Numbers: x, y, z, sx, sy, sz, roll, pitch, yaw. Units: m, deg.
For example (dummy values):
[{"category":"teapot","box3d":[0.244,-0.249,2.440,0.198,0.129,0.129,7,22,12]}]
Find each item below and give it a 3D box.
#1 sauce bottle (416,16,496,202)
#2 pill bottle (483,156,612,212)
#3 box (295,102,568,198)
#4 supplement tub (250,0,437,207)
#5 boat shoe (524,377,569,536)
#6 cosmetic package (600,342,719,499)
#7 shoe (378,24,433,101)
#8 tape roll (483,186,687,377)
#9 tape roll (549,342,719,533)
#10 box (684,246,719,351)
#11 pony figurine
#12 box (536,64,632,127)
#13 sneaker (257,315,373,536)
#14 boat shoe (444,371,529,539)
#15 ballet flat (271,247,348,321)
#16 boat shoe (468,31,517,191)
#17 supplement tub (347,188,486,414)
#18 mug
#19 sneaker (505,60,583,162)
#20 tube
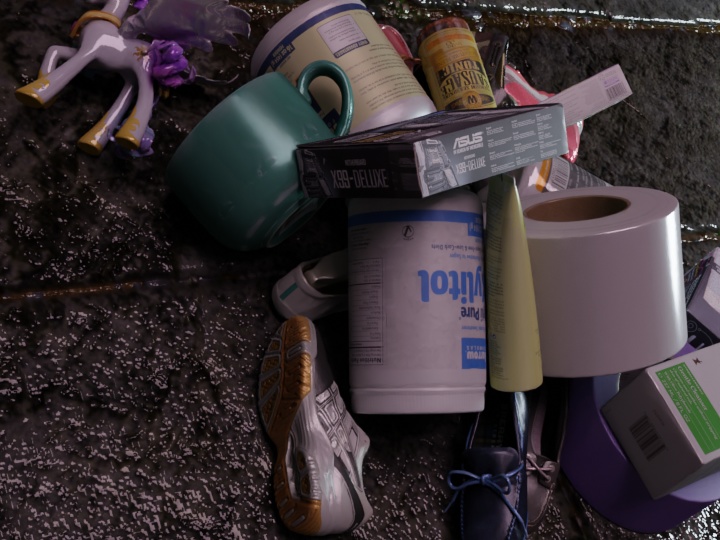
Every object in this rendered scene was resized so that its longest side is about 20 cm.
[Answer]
[{"category":"sauce bottle","box3d":[0.113,-0.168,1.358,0.065,0.066,0.203,-1,62,-33]},{"category":"pill bottle","box3d":[0.240,-0.050,1.443,0.198,0.116,0.118,28,48,-14]},{"category":"box","box3d":[0.065,-0.108,1.169,0.198,0.156,0.051,-18,104,-39]},{"category":"supplement tub","box3d":[-0.008,-0.169,1.346,0.144,0.145,0.201,-22,72,-40]},{"category":"boat shoe","box3d":[0.171,0.164,1.287,0.066,0.057,0.202,25,49,-15]},{"category":"cosmetic package","box3d":[0.348,0.139,1.286,0.198,0.085,0.109,-15,65,-37]},{"category":"shoe","box3d":[0.056,-0.216,1.456,0.070,0.091,0.203,7,56,-28]},{"category":"tape roll","box3d":[0.221,0.006,1.289,0.201,0.201,0.142,-19,109,-40]},{"category":"tape roll","box3d":[0.298,0.163,1.352,0.197,0.085,0.203,17,52,-23]},{"category":"box","box3d":[0.426,0.098,1.458,0.199,0.115,0.132,41,47,-1]},{"category":"pony figurine","box3d":[-0.216,-0.208,1.256,0.191,0.167,0.202,23,64,-7]},{"category":"box","box3d":[0.214,-0.174,1.485,0.198,0.039,0.042,-27,89,-3]},{"category":"sneaker","box3d":[-0.037,0.142,1.171,0.087,0.075,0.203,13,60,-37]},{"category":"boat shoe","box3d":[0.116,0.184,1.216,0.083,0.069,0.202,-8,52,14]},{"category":"ballet flat","box3d":[0.000,0.000,1.288,0.198,0.070,0.070,-19,70,-40]},{"category":"boat shoe","box3d":[0.141,-0.181,1.431,0.065,0.072,0.204,-7,62,12]},{"category":"supplement tub","box3d":[0.052,0.030,1.207,0.130,0.131,0.204,1,85,-32]},{"category":"mug","box3d":[-0.083,-0.103,1.226,0.115,0.185,0.152,48,26,7]},{"category":"sneaker","box3d":[0.181,-0.182,1.526,0.198,0.074,0.088,21,51,-19]},{"category":"tube","box3d":[0.138,0.009,1.190,0.052,0.057,0.204,-21,109,-49]}]
